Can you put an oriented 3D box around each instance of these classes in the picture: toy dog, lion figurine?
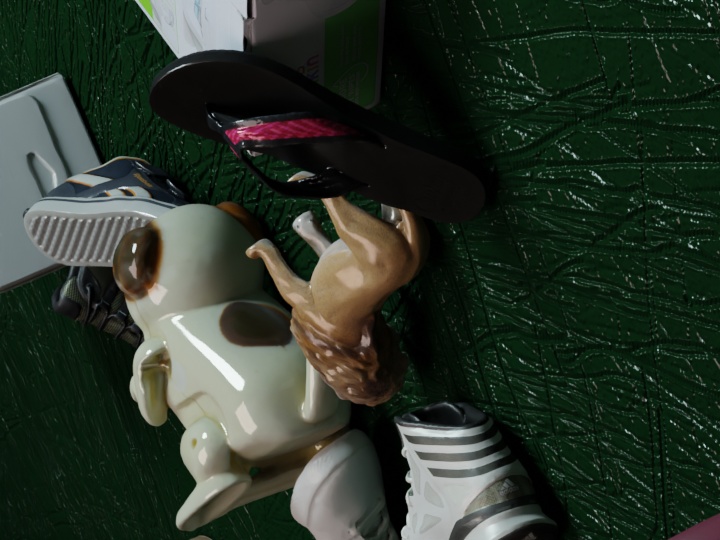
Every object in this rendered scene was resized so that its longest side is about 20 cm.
[{"bbox_3d":[-0.098,0.051,1.857,0.200,0.139,0.194,61,157,18],"label":"toy dog"},{"bbox_3d":[0.000,0.000,1.649,0.123,0.072,0.200,53,153,14],"label":"lion figurine"}]

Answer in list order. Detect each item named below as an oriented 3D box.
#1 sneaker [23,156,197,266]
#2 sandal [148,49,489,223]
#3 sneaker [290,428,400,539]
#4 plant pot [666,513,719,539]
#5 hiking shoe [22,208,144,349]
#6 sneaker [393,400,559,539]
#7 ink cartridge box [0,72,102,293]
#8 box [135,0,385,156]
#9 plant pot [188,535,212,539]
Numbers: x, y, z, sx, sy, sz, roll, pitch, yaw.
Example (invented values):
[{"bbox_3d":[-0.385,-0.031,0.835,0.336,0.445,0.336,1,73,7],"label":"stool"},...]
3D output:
[{"bbox_3d":[-0.154,-0.040,1.999,0.200,0.079,0.078,13,134,36],"label":"sneaker"},{"bbox_3d":[-0.026,-0.067,1.506,0.200,0.045,0.075,21,146,4],"label":"sandal"},{"bbox_3d":[0.007,0.187,1.860,0.088,0.075,0.200,39,155,28],"label":"sneaker"},{"bbox_3d":[0.231,0.168,1.092,0.200,0.179,0.200,52,156,35],"label":"plant pot"},{"bbox_3d":[-0.188,0.028,2.105,0.200,0.101,0.076,63,160,8],"label":"hiking shoe"},{"bbox_3d":[0.056,0.146,1.691,0.115,0.076,0.201,69,154,18],"label":"sneaker"},{"bbox_3d":[-0.304,-0.059,2.233,0.147,0.146,0.200,67,160,-3],"label":"ink cartridge box"},{"bbox_3d":[-0.068,-0.200,1.553,0.177,0.097,0.200,52,156,32],"label":"box"},{"bbox_3d":[-0.138,0.338,2.340,0.201,0.093,0.201,51,154,37],"label":"plant pot"}]
